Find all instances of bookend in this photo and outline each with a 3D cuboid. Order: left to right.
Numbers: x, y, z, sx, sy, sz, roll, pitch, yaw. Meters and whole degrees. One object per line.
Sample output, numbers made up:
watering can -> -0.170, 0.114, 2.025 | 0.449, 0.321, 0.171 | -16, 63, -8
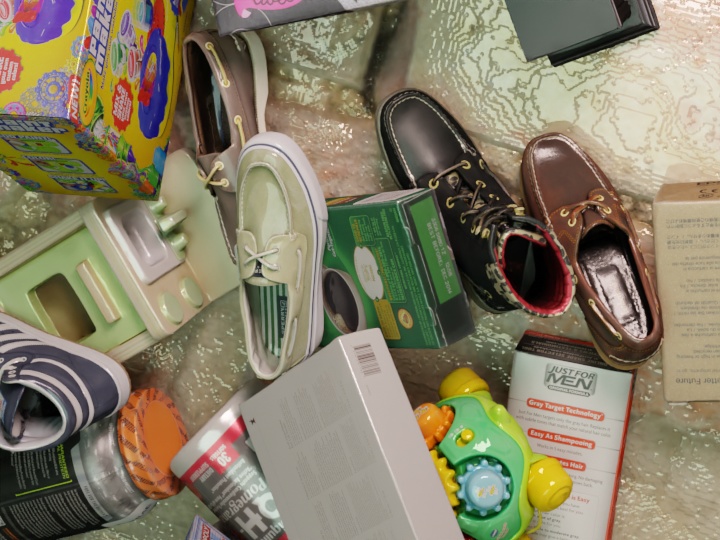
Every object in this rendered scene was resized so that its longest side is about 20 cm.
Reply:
bookend -> 0.132, -0.242, 1.166 | 0.091, 0.200, 0.200 | -18, 99, 20

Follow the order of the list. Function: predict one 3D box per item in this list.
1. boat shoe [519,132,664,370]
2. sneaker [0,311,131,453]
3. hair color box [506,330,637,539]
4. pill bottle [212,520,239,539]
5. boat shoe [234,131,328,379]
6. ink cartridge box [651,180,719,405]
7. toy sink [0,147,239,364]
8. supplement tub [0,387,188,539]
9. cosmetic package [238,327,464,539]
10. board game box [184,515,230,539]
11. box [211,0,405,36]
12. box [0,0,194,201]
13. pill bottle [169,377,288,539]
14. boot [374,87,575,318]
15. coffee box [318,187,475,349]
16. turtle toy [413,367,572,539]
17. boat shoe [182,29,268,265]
boat shoe -> 0.182, -0.024, 1.247 | 0.070, 0.070, 0.201 | -24, 72, -5
sneaker -> -0.298, 0.088, 1.318 | 0.198, 0.108, 0.071 | 14, 111, 16
hair color box -> 0.167, 0.160, 1.341 | 0.101, 0.061, 0.202 | 11, 108, 14
pill bottle -> -0.139, 0.325, 1.449 | 0.109, 0.109, 0.200 | 38, 112, 3
boat shoe -> -0.065, -0.008, 1.272 | 0.071, 0.062, 0.202 | 4, 117, 21
ink cartridge box -> 0.331, 0.014, 1.246 | 0.198, 0.075, 0.166 | -2, 106, 16
toy sink -> -0.209, 0.005, 1.379 | 0.199, 0.112, 0.131 | -28, 96, 21
supplement tub -> -0.259, 0.174, 1.435 | 0.199, 0.123, 0.123 | -16, 100, 20
cosmetic package -> -0.007, 0.167, 1.270 | 0.151, 0.051, 0.201 | -34, 73, 44
board game box -> -0.123, 0.313, 1.349 | 0.199, 0.062, 0.200 | -30, 110, 15
box -> -0.017, -0.265, 1.248 | 0.198, 0.115, 0.133 | -8, 102, 18
box -> -0.225, -0.180, 1.251 | 0.121, 0.193, 0.202 | 5, 77, 15
pill bottle -> -0.060, 0.198, 1.390 | 0.200, 0.111, 0.111 | 45, 112, 1
boot -> 0.091, -0.052, 1.249 | 0.073, 0.154, 0.205 | -32, 100, -7
coffee box -> 0.000, 0.000, 1.301 | 0.199, 0.044, 0.124 | -5, 106, 53
turtle toy -> 0.072, 0.185, 1.301 | 0.146, 0.101, 0.201 | 46, 129, 33
boat shoe -> -0.108, -0.097, 1.324 | 0.072, 0.059, 0.202 | -2, 93, 52
